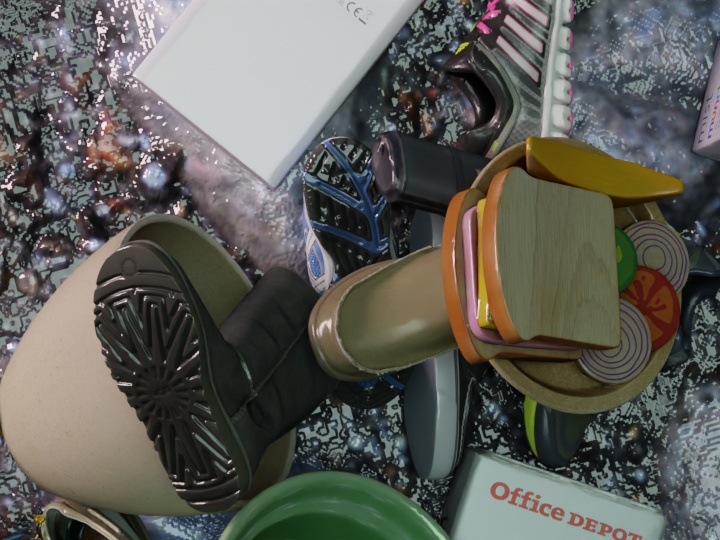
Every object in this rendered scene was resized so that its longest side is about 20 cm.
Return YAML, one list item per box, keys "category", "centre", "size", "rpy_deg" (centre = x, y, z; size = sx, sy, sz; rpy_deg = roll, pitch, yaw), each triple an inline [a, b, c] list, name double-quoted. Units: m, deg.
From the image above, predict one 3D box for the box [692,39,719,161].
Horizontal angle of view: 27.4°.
- category: "box"
  centre: [0.361, -0.110, 1.036]
  size: [0.199, 0.176, 0.097]
  rpy_deg: [15, 86, -3]

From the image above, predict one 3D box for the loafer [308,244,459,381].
- category: "loafer"
  centre: [0.056, 0.015, 0.986]
  size: [0.199, 0.067, 0.076]
  rpy_deg: [-23, 87, -29]

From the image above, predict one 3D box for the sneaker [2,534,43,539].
- category: "sneaker"
  centre: [-0.210, 0.280, 1.012]
  size: [0.073, 0.082, 0.201]
  rpy_deg: [-18, 87, -4]

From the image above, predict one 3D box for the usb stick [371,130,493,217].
- category: "usb stick"
  centre: [0.092, -0.054, 1.033]
  size: [0.199, 0.033, 0.056]
  rpy_deg: [13, 51, -36]

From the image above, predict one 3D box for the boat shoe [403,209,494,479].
- category: "boat shoe"
  centre: [0.071, 0.049, 1.062]
  size: [0.066, 0.070, 0.201]
  rpy_deg: [3, 79, -17]

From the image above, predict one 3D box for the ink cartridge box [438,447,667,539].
- category: "ink cartridge box"
  centre: [0.113, 0.240, 1.040]
  size: [0.146, 0.083, 0.201]
  rpy_deg: [20, 86, -3]

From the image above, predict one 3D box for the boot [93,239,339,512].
- category: "boot"
  centre: [-0.078, 0.037, 0.931]
  size: [0.072, 0.200, 0.183]
  rpy_deg: [-6, 110, 26]

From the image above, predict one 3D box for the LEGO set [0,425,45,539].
- category: "LEGO set"
  centre: [-0.287, 0.178, 1.001]
  size: [0.153, 0.116, 0.201]
  rpy_deg: [-22, 73, -4]

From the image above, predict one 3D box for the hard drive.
- category: "hard drive"
  centre: [-0.053, -0.178, 1.083]
  size: [0.132, 0.027, 0.200]
  rpy_deg: [38, 84, -2]

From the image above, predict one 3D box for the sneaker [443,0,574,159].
- category: "sneaker"
  centre: [0.104, -0.169, 1.070]
  size: [0.087, 0.074, 0.201]
  rpy_deg: [-2, 91, -11]

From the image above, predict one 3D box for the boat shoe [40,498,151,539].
- category: "boat shoe"
  centre: [-0.151, 0.229, 0.977]
  size: [0.075, 0.068, 0.200]
  rpy_deg: [-51, 54, 7]

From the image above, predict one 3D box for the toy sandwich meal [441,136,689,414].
- category: "toy sandwich meal"
  centre: [0.143, -0.004, 0.957]
  size: [0.204, 0.070, 0.207]
  rpy_deg: [7, 76, -28]

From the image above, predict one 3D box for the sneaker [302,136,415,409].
- category: "sneaker"
  centre: [0.000, 0.000, 1.054]
  size: [0.075, 0.077, 0.201]
  rpy_deg: [-6, 104, -4]

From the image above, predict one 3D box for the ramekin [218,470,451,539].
- category: "ramekin"
  centre: [-0.026, 0.236, 0.921]
  size: [0.199, 0.098, 0.201]
  rpy_deg: [17, 54, -25]

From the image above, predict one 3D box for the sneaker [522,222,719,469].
- category: "sneaker"
  centre: [0.186, 0.055, 1.048]
  size: [0.081, 0.074, 0.201]
  rpy_deg: [28, 85, 38]

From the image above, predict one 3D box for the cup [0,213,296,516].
- category: "cup"
  centre: [-0.156, 0.082, 0.991]
  size: [0.143, 0.200, 0.201]
  rpy_deg: [-24, 88, 24]
